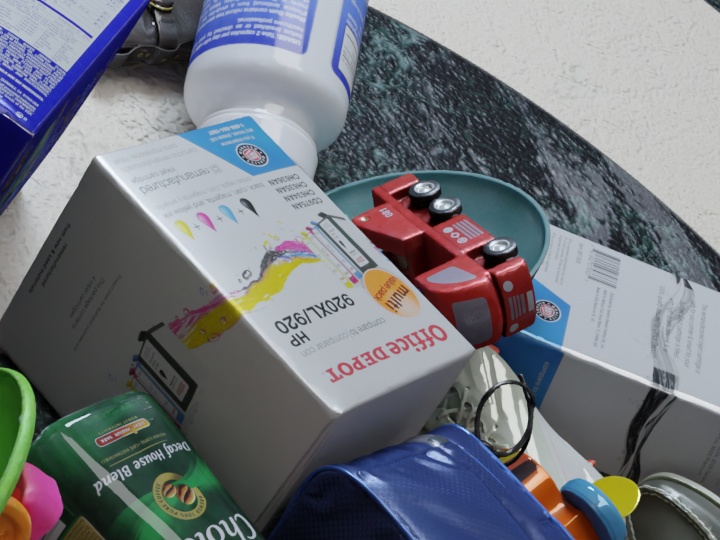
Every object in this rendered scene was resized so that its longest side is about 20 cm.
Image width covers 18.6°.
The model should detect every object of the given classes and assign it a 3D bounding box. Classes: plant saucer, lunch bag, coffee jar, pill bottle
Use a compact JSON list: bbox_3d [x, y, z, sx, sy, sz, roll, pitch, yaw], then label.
[{"bbox_3d":[0.024,0.002,1.394,0.198,0.036,0.201,-9,32,5],"label":"plant saucer"},{"bbox_3d":[0.053,0.186,1.161,0.200,0.136,0.132,47,34,19],"label":"lunch bag"},{"bbox_3d":[-0.089,0.160,1.111,0.200,0.086,0.104,46,34,16],"label":"coffee jar"},{"bbox_3d":[-0.058,-0.145,1.477,0.111,0.112,0.201,22,59,-20],"label":"pill bottle"}]

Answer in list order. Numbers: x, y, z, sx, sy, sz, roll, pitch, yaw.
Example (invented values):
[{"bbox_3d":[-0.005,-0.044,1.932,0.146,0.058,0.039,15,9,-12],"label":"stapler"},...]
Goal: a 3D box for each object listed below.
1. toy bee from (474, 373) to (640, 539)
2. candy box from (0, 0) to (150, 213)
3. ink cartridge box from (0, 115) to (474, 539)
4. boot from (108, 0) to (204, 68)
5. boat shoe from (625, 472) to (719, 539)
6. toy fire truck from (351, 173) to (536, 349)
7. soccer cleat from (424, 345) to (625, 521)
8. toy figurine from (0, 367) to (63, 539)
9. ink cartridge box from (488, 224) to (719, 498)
[{"bbox_3d":[0.105,0.144,1.287,0.130,0.202,0.109,-15,12,-26],"label":"toy bee"},{"bbox_3d":[-0.213,-0.080,1.231,0.077,0.169,0.200,36,31,-5],"label":"candy box"},{"bbox_3d":[-0.070,0.041,1.228,0.200,0.145,0.147,46,33,17],"label":"ink cartridge box"},{"bbox_3d":[-0.142,-0.210,1.566,0.173,0.069,0.201,9,42,-36],"label":"boot"},{"bbox_3d":[0.224,0.210,1.353,0.060,0.072,0.202,-4,53,-52],"label":"boat shoe"},{"bbox_3d":[0.000,0.000,1.325,0.140,0.049,0.200,-24,34,-18],"label":"toy fire truck"},{"bbox_3d":[0.083,0.107,1.363,0.200,0.069,0.077,44,37,9],"label":"soccer cleat"},{"bbox_3d":[-0.153,0.175,0.991,0.184,0.200,0.150,42,5,-27],"label":"toy figurine"},{"bbox_3d":[0.179,0.064,1.459,0.199,0.085,0.145,22,32,0],"label":"ink cartridge box"}]
